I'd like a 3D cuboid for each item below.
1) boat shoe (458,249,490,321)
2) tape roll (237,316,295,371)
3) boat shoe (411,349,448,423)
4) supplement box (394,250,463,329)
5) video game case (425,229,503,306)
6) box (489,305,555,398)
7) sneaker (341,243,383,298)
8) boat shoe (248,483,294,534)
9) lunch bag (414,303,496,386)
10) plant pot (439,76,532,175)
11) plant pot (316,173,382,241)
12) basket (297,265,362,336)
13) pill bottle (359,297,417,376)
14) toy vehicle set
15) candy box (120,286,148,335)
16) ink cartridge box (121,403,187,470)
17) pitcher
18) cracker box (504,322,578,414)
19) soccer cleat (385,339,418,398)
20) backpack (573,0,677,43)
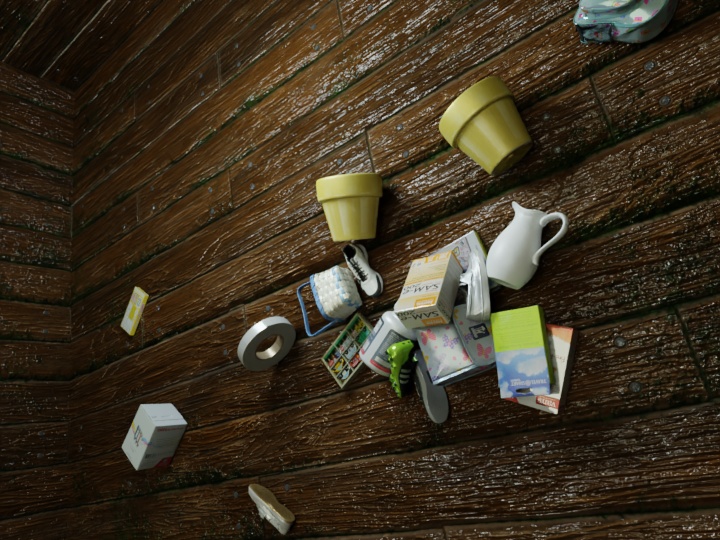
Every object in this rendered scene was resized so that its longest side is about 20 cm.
[{"bbox_3d":[0.282,0.036,1.283,0.068,0.072,0.201,-2,64,4],"label":"boat shoe"},{"bbox_3d":[-0.304,0.239,1.657,0.037,0.203,0.203,42,105,35],"label":"tape roll"},{"bbox_3d":[0.180,0.315,1.372,0.057,0.068,0.201,-47,52,52],"label":"boat shoe"},{"bbox_3d":[0.180,0.050,1.320,0.126,0.074,0.200,-15,36,35],"label":"supplement box"},{"bbox_3d":[0.264,0.014,1.390,0.200,0.025,0.181,-32,63,28],"label":"video game case"},{"bbox_3d":[0.376,0.191,1.182,0.122,0.048,0.201,-15,70,35],"label":"box"},{"bbox_3d":[0.000,0.000,1.558,0.074,0.080,0.200,-41,61,21],"label":"sneaker"},{"bbox_3d":[-0.298,0.763,1.622,0.200,0.071,0.070,27,95,36],"label":"boat shoe"},{"bbox_3d":[0.258,0.183,1.299,0.199,0.127,0.170,-24,67,15],"label":"lunch bag"},{"bbox_3d":[0.338,-0.360,1.320,0.201,0.201,0.189,-39,74,24],"label":"plant pot"},{"bbox_3d":[-0.026,-0.187,1.549,0.200,0.201,0.190,-4,94,36],"label":"plant pot"},{"bbox_3d":[-0.103,0.092,1.574,0.200,0.139,0.177,-27,64,21],"label":"basket"},{"bbox_3d":[0.095,0.184,1.422,0.120,0.119,0.200,41,105,35],"label":"pill bottle"},{"bbox_3d":[-0.026,0.245,1.557,0.200,0.026,0.124,-53,55,15],"label":"toy vehicle set"},{"bbox_3d":[-1.033,0.185,2.323,0.102,0.026,0.201,27,96,40],"label":"candy box"},{"bbox_3d":[-0.800,0.641,1.977,0.144,0.145,0.200,32,99,37],"label":"ink cartridge box"},{"bbox_3d":[0.403,-0.056,1.233,0.171,0.121,0.201,21,86,60],"label":"pitcher"},{"bbox_3d":[0.426,0.224,1.205,0.134,0.058,0.201,9,86,38],"label":"cracker box"},{"bbox_3d":[0.116,0.268,1.358,0.081,0.200,0.068,-20,41,-15],"label":"soccer cleat"},{"bbox_3d":[0.623,-0.631,1.184,0.200,0.153,0.176,26,91,31],"label":"backpack"}]
